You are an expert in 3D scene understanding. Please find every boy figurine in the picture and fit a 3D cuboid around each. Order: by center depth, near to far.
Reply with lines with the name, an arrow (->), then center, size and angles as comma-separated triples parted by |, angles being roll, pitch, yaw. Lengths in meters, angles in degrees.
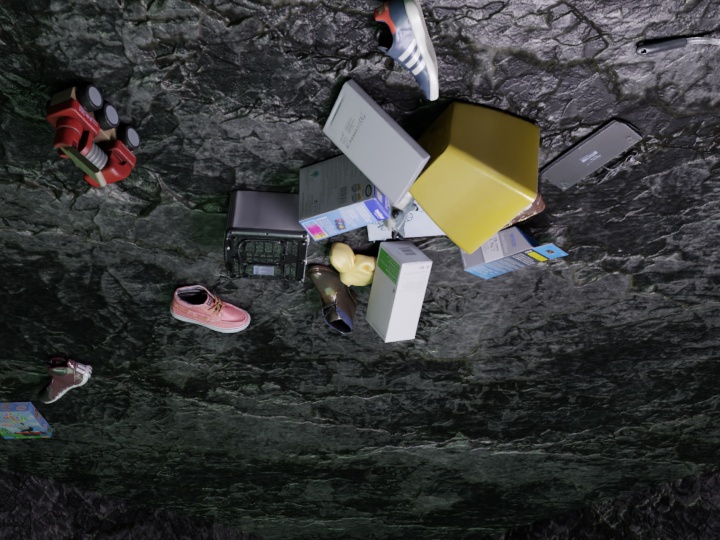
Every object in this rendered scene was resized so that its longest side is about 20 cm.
boy figurine -> 0.000, 0.000, 1.929 | 0.199, 0.065, 0.124 | 26, 138, -32

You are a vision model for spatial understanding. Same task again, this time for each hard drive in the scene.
hard drive -> 0.025, -0.229, 1.514 | 0.200, 0.027, 0.132 | 47, 141, 11

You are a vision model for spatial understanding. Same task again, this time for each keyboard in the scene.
keyboard -> 0.467, -0.219, 1.660 | 0.126, 0.021, 0.200 | 29, 137, -27

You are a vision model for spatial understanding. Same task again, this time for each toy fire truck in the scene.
toy fire truck -> -0.474, -0.207, 1.496 | 0.128, 0.202, 0.176 | -13, 144, 19

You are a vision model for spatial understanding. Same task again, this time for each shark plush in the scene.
shark plush -> 0.090, -0.113, 1.732 | 0.083, 0.091, 0.201 | -28, 141, -12

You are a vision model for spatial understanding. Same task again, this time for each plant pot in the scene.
plant pot -> 0.198, -0.189, 1.558 | 0.175, 0.201, 0.200 | 27, 138, -18

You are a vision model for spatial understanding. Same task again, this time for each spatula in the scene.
spatula -> 0.565, -0.385, 1.416 | 0.198, 0.021, 0.057 | -6, 133, 11

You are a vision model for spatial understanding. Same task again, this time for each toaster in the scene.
toaster -> -0.205, -0.066, 1.779 | 0.198, 0.120, 0.181 | 2, 145, -6

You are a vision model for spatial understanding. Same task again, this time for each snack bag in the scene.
snack bag -> 0.099, -0.132, 1.777 | 0.187, 0.022, 0.201 | -4, 145, 6

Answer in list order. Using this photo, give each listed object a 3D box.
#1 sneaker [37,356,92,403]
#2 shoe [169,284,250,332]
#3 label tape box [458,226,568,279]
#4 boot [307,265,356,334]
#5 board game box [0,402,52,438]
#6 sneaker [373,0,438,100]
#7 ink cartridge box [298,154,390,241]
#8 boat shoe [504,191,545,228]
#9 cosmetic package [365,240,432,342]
sneaker -> -0.855, 0.292, 2.341 | 0.199, 0.076, 0.115 | -29, 132, 20
shoe -> -0.363, 0.093, 2.048 | 0.198, 0.072, 0.091 | 13, 149, -11
label tape box -> 0.334, -0.046, 1.831 | 0.199, 0.064, 0.144 | -18, 164, 24
boot -> -0.063, 0.070, 1.998 | 0.074, 0.098, 0.200 | -18, 142, 23
board game box -> -1.065, 0.467, 2.610 | 0.150, 0.037, 0.201 | -1, 145, 1
sneaker -> 0.076, -0.364, 1.396 | 0.084, 0.075, 0.201 | -12, 134, 13
ink cartridge box -> -0.018, -0.155, 1.637 | 0.198, 0.138, 0.076 | -17, 145, 22
boat shoe -> 0.290, -0.113, 1.763 | 0.199, 0.071, 0.070 | -20, 140, 26
cosmetic package -> 0.084, 0.046, 1.878 | 0.084, 0.108, 0.202 | -4, 119, -30
